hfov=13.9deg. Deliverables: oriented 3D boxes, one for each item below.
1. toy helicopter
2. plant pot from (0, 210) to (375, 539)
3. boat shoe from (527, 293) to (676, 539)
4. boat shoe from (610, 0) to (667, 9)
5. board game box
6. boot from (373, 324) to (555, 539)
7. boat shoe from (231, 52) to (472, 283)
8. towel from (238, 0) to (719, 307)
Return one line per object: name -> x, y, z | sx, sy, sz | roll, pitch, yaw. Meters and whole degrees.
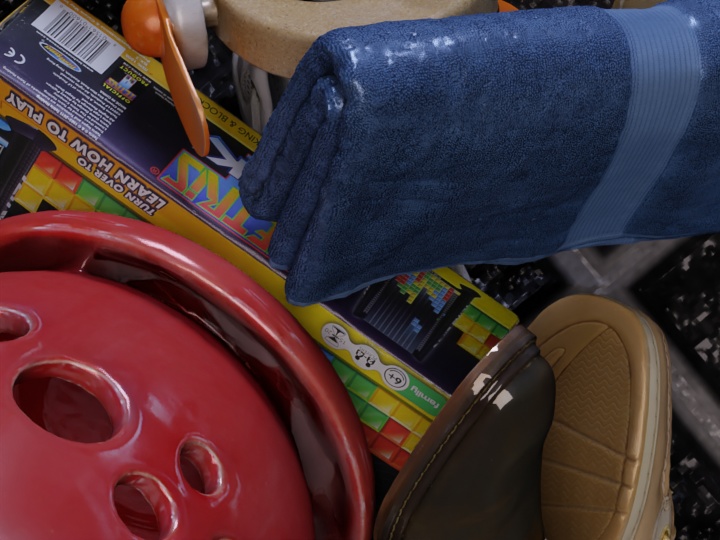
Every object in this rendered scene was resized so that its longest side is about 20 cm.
toy helicopter -> -0.044, -0.106, 1.001 | 0.200, 0.132, 0.079 | 30, 139, 40
plant pot -> -0.105, 0.089, 0.939 | 0.200, 0.183, 0.201 | 15, 131, 19
boat shoe -> 0.078, 0.103, 1.059 | 0.074, 0.069, 0.201 | 20, 106, 34
boat shoe -> 0.124, -0.148, 0.979 | 0.063, 0.073, 0.201 | 32, 114, 13
board game box -> -0.069, 0.022, 1.032 | 0.200, 0.057, 0.166 | 35, 132, 3
boot -> 0.056, 0.107, 0.972 | 0.097, 0.075, 0.200 | 35, 141, 19
boat shoe -> 0.000, 0.000, 1.055 | 0.071, 0.069, 0.201 | -22, 94, 5
towel -> 0.068, -0.043, 0.950 | 0.199, 0.112, 0.049 | -6, 61, -22
